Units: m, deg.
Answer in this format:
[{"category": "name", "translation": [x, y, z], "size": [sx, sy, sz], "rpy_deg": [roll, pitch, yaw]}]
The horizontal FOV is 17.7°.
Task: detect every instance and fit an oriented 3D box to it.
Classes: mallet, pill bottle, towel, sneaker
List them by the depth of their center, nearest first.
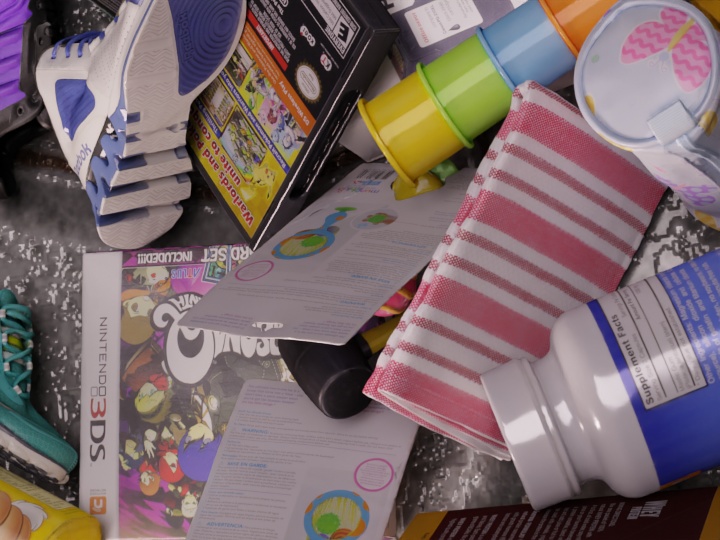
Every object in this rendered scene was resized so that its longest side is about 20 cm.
[{"category": "pill bottle", "translation": [0.172, 0.058, 1.278], "size": [0.199, 0.112, 0.113], "rpy_deg": [-23, 74, 2]}, {"category": "towel", "translation": [0.090, 0.003, 1.318], "size": [0.030, 0.146, 0.201], "rpy_deg": [26, 89, 43]}, {"category": "mallet", "translation": [0.043, 0.014, 1.360], "size": [0.199, 0.041, 0.066], "rpy_deg": [-33, 44, -17]}, {"category": "sneaker", "translation": [-0.147, -0.124, 1.401], "size": [0.115, 0.080, 0.200], "rpy_deg": [46, 130, 34]}, {"category": "sneaker", "translation": [-0.237, 0.051, 1.448], "size": [0.080, 0.078, 0.200], "rpy_deg": [-40, 65, -4]}, {"category": "sneaker", "translation": [-0.214, -0.136, 1.482], "size": [0.099, 0.070, 0.201], "rpy_deg": [25, 93, 13]}]

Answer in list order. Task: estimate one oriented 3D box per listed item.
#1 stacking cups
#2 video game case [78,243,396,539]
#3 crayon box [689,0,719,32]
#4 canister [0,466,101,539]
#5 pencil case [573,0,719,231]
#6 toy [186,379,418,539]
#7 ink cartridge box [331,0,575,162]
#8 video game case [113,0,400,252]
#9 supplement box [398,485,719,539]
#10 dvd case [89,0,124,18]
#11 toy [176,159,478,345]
[{"category": "stacking cups", "translation": [0.096, -0.124, 1.300], "size": [0.199, 0.060, 0.061], "rpy_deg": [-33, 73, 7]}, {"category": "video game case", "translation": [-0.076, 0.075, 1.413], "size": [0.199, 0.036, 0.183], "rpy_deg": [-2, 82, 18]}, {"category": "crayon box", "translation": [0.261, -0.168, 1.302], "size": [0.126, 0.052, 0.200], "rpy_deg": [-43, 37, 7]}, {"category": "canister", "translation": [-0.269, 0.173, 1.420], "size": [0.199, 0.086, 0.149], "rpy_deg": [24, 101, 23]}, {"category": "pencil case", "translation": [0.185, -0.081, 1.271], "size": [0.083, 0.200, 0.091], "rpy_deg": [-16, 69, 21]}, {"category": "toy", "translation": [-0.039, 0.157, 1.318], "size": [0.114, 0.047, 0.201], "rpy_deg": [5, 49, 19]}, {"category": "ink cartridge box", "translation": [0.059, -0.170, 1.384], "size": [0.199, 0.084, 0.146], "rpy_deg": [-20, 76, 14]}, {"category": "video game case", "translation": [-0.068, -0.145, 1.386], "size": [0.200, 0.025, 0.181], "rpy_deg": [56, 134, 29]}, {"category": "supplement box", "translation": [0.112, 0.213, 1.226], "size": [0.199, 0.197, 0.134], "rpy_deg": [-7, 101, 17]}, {"category": "dvd case", "translation": [-0.132, -0.264, 1.433], "size": [0.200, 0.146, 0.022], "rpy_deg": [-52, 53, 5]}, {"category": "toy", "translation": [0.000, 0.000, 1.326], "size": [0.115, 0.200, 0.047], "rpy_deg": [4, 125, 34]}]
